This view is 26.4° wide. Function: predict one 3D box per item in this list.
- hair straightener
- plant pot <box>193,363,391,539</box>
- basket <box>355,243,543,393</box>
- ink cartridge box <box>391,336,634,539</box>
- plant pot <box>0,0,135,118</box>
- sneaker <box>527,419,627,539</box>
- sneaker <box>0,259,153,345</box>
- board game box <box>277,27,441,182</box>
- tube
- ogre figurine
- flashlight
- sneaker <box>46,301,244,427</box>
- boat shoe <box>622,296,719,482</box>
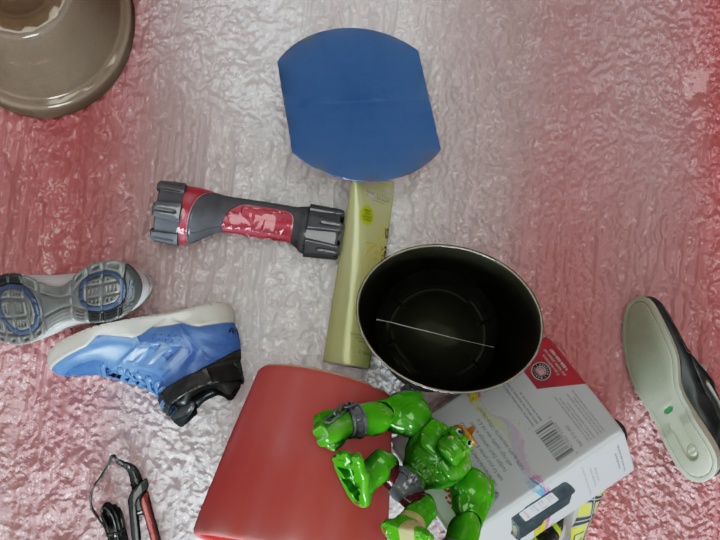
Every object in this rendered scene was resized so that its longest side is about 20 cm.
[{"bbox_3d":[-0.239,0.290,1.575,0.076,0.041,0.203,-15,86,-4],"label":"hair straightener"},{"bbox_3d":[-0.054,0.198,1.527,0.197,0.201,0.180,13,76,-2],"label":"plant pot"},{"bbox_3d":[0.081,0.059,1.529,0.178,0.200,0.138,12,82,0],"label":"basket"},{"bbox_3d":[0.152,0.186,1.552,0.199,0.083,0.146,-32,51,-4],"label":"ink cartridge box"},{"bbox_3d":[-0.334,-0.269,1.554,0.197,0.175,0.203,0,86,-2],"label":"plant pot"},{"bbox_3d":[0.213,0.239,1.594,0.075,0.077,0.201,23,65,38],"label":"sneaker"},{"bbox_3d":[-0.304,0.035,1.581,0.197,0.087,0.076,-6,87,15],"label":"sneaker"},{"bbox_3d":[-0.005,-0.165,1.614,0.156,0.039,0.202,-4,58,-12],"label":"board game box"},{"bbox_3d":[0.000,0.000,1.603,0.051,0.058,0.203,9,85,-6],"label":"tube"},{"bbox_3d":[0.052,0.191,1.446,0.199,0.099,0.120,39,53,16],"label":"ogre figurine"},{"bbox_3d":[-0.117,-0.047,1.598,0.197,0.068,0.069,10,83,-1],"label":"flashlight"},{"bbox_3d":[-0.217,0.108,1.574,0.197,0.077,0.113,-12,76,-10],"label":"sneaker"},{"bbox_3d":[0.336,0.120,1.616,0.067,0.072,0.202,-14,77,-40],"label":"boat shoe"}]
